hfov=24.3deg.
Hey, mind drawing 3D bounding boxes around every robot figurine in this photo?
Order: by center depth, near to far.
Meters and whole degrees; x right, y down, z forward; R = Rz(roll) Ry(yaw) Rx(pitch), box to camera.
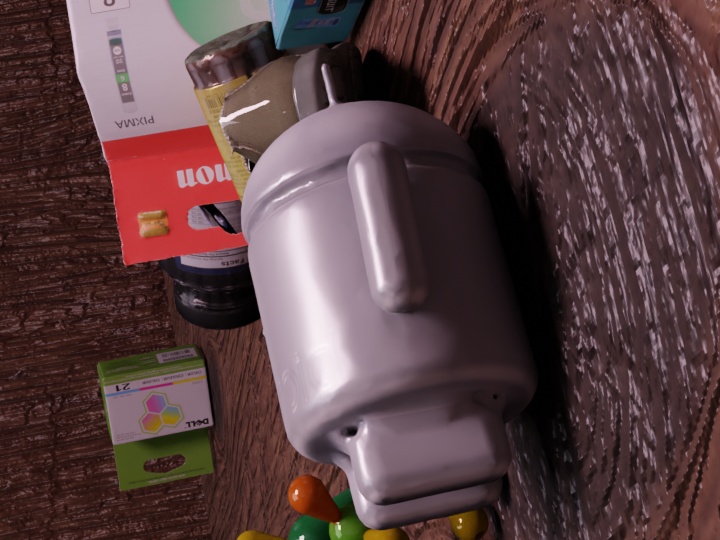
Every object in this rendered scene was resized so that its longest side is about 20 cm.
[{"bbox_3d":[0.011,0.009,0.743,0.170,0.112,0.201,100,159,-65],"label":"robot figurine"}]

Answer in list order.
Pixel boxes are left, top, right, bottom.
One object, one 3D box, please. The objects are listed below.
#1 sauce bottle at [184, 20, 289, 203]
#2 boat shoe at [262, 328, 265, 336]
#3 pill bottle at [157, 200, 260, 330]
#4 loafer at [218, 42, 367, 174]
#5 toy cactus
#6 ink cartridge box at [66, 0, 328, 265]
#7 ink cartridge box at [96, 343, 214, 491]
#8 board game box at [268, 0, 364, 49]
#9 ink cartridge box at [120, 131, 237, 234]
[{"bbox_3d":[-0.046,-0.052,1.040,0.065,0.064,0.201,-135,23,-72],"label":"sauce bottle"},{"bbox_3d":[0.000,0.000,0.950,0.064,0.071,0.200,44,149,13],"label":"boat shoe"},{"bbox_3d":[-0.117,-0.055,1.365,0.112,0.111,0.201,-113,18,-51],"label":"pill bottle"},{"bbox_3d":[-0.034,-0.088,0.926,0.200,0.069,0.076,4,-103,-82],"label":"loafer"},{"bbox_3d":[-0.001,0.123,0.892,0.200,0.102,0.165,-51,13,38],"label":"toy cactus"},{"bbox_3d":[-0.096,-0.113,1.068,0.050,0.160,0.201,-14,-84,-86],"label":"ink cartridge box"},{"bbox_3d":[-0.282,0.220,2.369,0.076,0.147,0.201,-133,35,-69],"label":"ink cartridge box"},{"bbox_3d":[-0.026,-0.226,0.913,0.200,0.047,0.152,131,130,-76],"label":"board game box"},{"bbox_3d":[-0.124,-0.118,1.161,0.136,0.076,0.201,-35,-62,-84],"label":"ink cartridge box"}]
